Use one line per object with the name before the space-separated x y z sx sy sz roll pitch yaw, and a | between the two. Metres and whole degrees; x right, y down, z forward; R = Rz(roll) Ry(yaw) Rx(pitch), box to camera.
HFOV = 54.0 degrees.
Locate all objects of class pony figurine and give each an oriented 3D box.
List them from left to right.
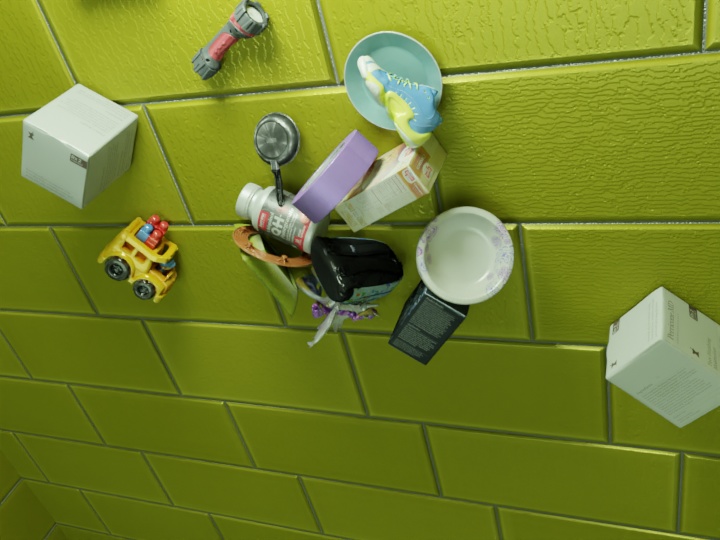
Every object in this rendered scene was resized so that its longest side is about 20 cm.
pony figurine | -0.066 0.076 1.721 0.200 0.166 0.193 48 124 3

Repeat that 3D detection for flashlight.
flashlight | -0.265 -0.456 1.414 0.200 0.068 0.068 -32 105 38

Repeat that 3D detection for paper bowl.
paper bowl | 0.215 -0.031 1.482 0.200 0.104 0.202 0 92 0

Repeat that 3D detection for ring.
ring | -0.195 -0.062 1.623 0.200 0.200 0.019 22 111 6

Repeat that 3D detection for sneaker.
sneaker | 0.082 -0.336 1.333 0.105 0.076 0.200 -34 100 9

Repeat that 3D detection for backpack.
backpack | 0.000 0.000 1.591 0.163 0.199 0.154 60 148 26

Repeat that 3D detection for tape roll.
tape roll | -0.052 -0.191 1.443 0.066 0.200 0.200 40 132 -11

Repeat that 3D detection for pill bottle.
pill bottle | -0.178 -0.126 1.611 0.199 0.111 0.111 24 133 10

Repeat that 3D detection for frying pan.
frying pan | -0.196 -0.248 1.532 0.115 0.031 0.191 26 108 17

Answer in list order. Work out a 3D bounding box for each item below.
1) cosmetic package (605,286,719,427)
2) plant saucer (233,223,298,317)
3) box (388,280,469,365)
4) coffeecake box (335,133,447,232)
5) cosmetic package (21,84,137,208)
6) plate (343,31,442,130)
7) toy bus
cosmetic package | 0.641 0.179 1.459 0.200 0.165 0.165 33 133 -6
plant saucer | -0.216 -0.015 1.685 0.048 0.200 0.200 -35 121 3
box | 0.166 0.090 1.610 0.107 0.149 0.200 30 133 -2
coffeecake box | 0.062 -0.182 1.431 0.200 0.154 0.073 -25 114 37
cosmetic package | -0.642 -0.286 1.620 0.164 0.200 0.165 29 133 0
plate | 0.064 -0.367 1.367 0.199 0.026 0.201 12 130 14
toy bus | -0.549 -0.045 1.850 0.200 0.136 0.192 40 116 -13
